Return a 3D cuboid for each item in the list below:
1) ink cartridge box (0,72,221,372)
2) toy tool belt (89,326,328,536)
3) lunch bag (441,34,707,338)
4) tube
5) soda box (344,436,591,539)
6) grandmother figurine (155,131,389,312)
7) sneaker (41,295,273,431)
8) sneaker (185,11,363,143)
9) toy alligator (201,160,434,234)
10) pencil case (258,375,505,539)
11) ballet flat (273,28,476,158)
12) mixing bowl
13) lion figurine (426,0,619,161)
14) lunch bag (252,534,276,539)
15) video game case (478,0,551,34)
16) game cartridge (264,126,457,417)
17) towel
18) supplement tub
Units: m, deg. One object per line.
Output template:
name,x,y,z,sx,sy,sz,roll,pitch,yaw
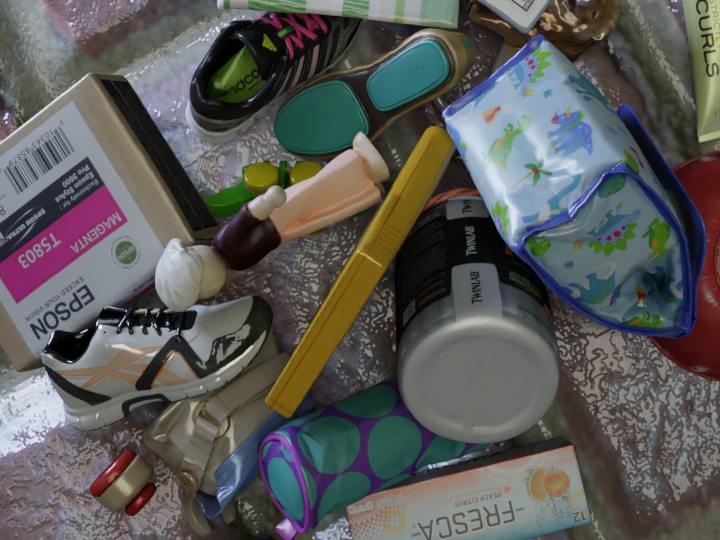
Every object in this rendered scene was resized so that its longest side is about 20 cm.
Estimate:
ink cartridge box,-0.240,-0.039,1.058,0.199,0.075,0.166,-35,86,14
toy tool belt,-0.109,0.147,1.034,0.123,0.125,0.200,45,62,-4
lunch bag,0.178,-0.052,0.977,0.127,0.200,0.171,-35,44,15
tube,0.305,-0.215,1.079,0.058,0.052,0.203,-9,94,42
soda box,0.089,0.196,1.066,0.197,0.064,0.069,-14,89,2
grandmother figurine,-0.071,-0.034,0.986,0.199,0.122,0.061,-33,70,-12
sneaker,-0.163,0.060,1.000,0.198,0.074,0.081,-22,116,13
sneaker,-0.070,-0.187,1.067,0.199,0.087,0.074,-41,87,-2
toy alligator,-0.035,-0.070,1.084,0.197,0.060,0.055,-1,48,2
pencil case,0.018,0.137,1.016,0.198,0.085,0.094,-19,127,-30
ballet flat,0.015,-0.145,1.063,0.198,0.063,0.069,-18,98,37
mixing bowl,0.323,-0.004,1.042,0.197,0.108,0.203,0,89,2
lion figurine,0.133,-0.162,1.079,0.121,0.073,0.202,20,103,-5
lunch bag,-0.073,0.314,1.019,0.075,0.160,0.202,-21,89,1
video game case,0.117,-0.323,1.005,0.181,0.022,0.201,35,99,-6
game cartridge,0.000,0.000,0.975,0.032,0.200,0.177,32,126,1
towel,-0.014,-0.263,1.065,0.197,0.024,0.154,6,54,1
supplement tub,0.087,0.027,0.992,0.121,0.201,0.124,0,124,0
